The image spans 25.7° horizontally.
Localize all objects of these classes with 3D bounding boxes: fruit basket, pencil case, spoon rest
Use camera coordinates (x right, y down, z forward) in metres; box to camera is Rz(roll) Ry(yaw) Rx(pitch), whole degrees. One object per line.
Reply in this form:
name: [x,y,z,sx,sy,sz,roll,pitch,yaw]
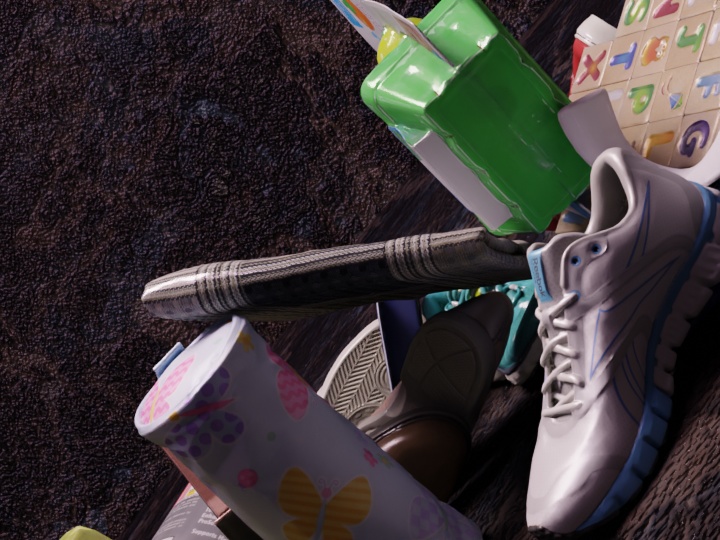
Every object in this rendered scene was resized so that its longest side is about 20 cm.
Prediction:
fruit basket: [0.054,-0.094,0.941,0.094,0.185,0.200,-49,25,-6]
pencil case: [-0.025,0.112,0.845,0.083,0.200,0.091,-46,16,5]
spoon rest: [0.191,-0.072,0.790,0.099,0.061,0.200,-30,16,-36]

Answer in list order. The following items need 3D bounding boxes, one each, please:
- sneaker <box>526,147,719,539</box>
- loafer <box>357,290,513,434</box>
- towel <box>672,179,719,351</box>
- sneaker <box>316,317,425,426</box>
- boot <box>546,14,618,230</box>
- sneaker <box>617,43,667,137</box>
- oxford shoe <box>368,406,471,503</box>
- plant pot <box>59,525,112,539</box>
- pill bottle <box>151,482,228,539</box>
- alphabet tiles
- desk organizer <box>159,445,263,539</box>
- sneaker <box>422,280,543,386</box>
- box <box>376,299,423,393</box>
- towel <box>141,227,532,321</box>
sneaker: [0.106,0.030,0.747,0.075,0.087,0.200,-24,39,59]
loafer: [0.048,0.092,1.016,0.063,0.072,0.200,-37,-20,-44]
towel: [0.185,-0.013,0.870,0.145,0.024,0.200,-52,3,17]
sneaker: [-0.011,0.115,1.377,0.200,0.075,0.085,-52,9,0]
boot: [0.163,-0.096,1.137,0.144,0.072,0.200,-53,-19,2]
sneaker: [0.172,-0.074,1.011,0.099,0.078,0.200,-58,-2,-22]
oxford shoe: [0.005,0.171,0.963,0.200,0.073,0.084,-54,18,14]
plant pot: [-0.119,0.240,0.840,0.200,0.184,0.200,-52,5,6]
pill bottle: [-0.096,0.212,1.226,0.116,0.116,0.200,-48,7,37]
alphabet tiles: [0.175,-0.101,0.925,0.200,0.006,0.167,-4,65,64]
desk organizer: [-0.062,0.146,1.034,0.072,0.077,0.200,-39,-27,-8]
sneaker: [0.091,0.029,1.048,0.078,0.080,0.200,-53,6,-18]
box: [0.034,0.064,1.163,0.032,0.121,0.200,-9,8,3]
towel: [0.000,0.000,0.898,0.192,0.035,0.200,-10,-6,15]
